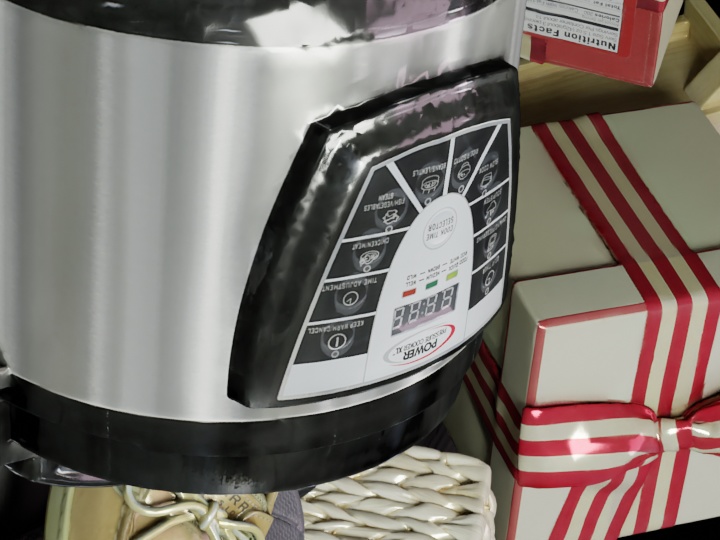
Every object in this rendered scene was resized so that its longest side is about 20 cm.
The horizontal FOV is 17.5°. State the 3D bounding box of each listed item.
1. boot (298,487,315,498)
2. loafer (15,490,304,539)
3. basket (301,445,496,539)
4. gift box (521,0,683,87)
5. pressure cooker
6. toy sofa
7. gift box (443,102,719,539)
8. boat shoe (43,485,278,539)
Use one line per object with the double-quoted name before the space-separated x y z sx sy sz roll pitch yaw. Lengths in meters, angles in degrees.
"boot" 0.000 0.000 1.055 0.168 0.076 0.201 121 -7 -68
"loafer" -0.095 0.119 0.848 0.200 0.063 0.072 -23 102 -56
"basket" -0.001 0.183 1.183 0.200 0.135 0.124 87 16 -52
"gift box" 0.113 -0.235 1.193 0.200 0.184 0.187 97 13 -51
"pressure cooker" -0.041 -0.030 0.686 0.179 0.175 0.201 -78 175 -60
"toy sofa" 0.121 -0.078 1.327 0.083 0.199 0.098 -118 -164 -46
"gift box" 0.140 0.045 1.243 0.187 0.184 0.201 -117 -161 -48
"boat shoe" -0.049 0.053 0.816 0.073 0.063 0.201 49 47 -31
